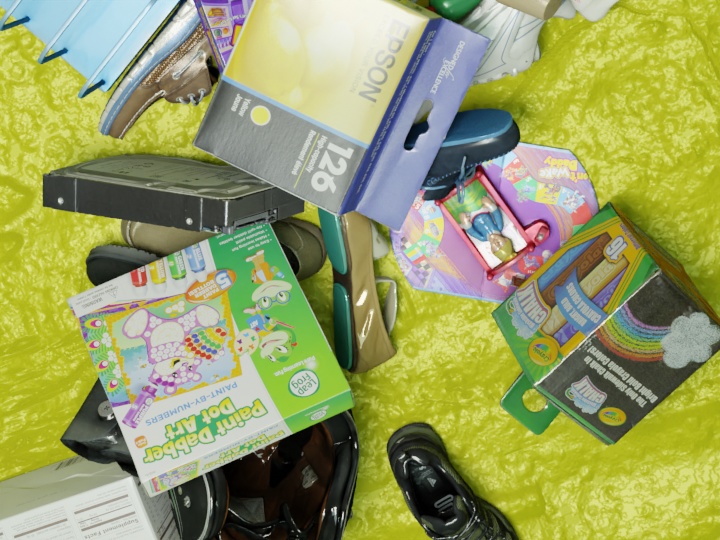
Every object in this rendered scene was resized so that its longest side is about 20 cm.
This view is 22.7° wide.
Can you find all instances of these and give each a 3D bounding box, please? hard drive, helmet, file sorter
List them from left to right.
[{"bbox_3d":[-0.278,-0.272,1.631,0.200,0.123,0.139,40,103,-4],"label":"file sorter"},{"bbox_3d":[-0.168,-0.072,1.627,0.200,0.140,0.038,10,106,27],"label":"hard drive"},{"bbox_3d":[-0.092,0.172,1.683,0.200,0.200,0.191,0,73,6],"label":"helmet"}]

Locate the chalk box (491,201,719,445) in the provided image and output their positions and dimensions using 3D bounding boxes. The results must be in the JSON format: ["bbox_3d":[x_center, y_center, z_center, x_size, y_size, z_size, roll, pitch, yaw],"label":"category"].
[{"bbox_3d":[0.213,0.064,1.646,0.200,0.124,0.125,-43,124,13],"label":"chalk box"}]

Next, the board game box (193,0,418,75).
[{"bbox_3d":[-0.049,-0.259,1.618,0.200,0.045,0.135,-23,101,-10],"label":"board game box"}]

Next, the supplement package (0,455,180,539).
[{"bbox_3d":[-0.276,0.253,1.739,0.200,0.156,0.111,-19,100,9],"label":"supplement package"}]

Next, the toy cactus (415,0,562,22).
[{"bbox_3d":[0.103,-0.277,1.565,0.165,0.102,0.200,35,82,21],"label":"toy cactus"}]

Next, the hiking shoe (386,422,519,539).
[{"bbox_3d":[0.089,0.245,1.731,0.076,0.101,0.200,-37,98,13],"label":"hiking shoe"}]

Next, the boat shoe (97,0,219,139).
[{"bbox_3d":[-0.166,-0.190,1.666,0.072,0.072,0.200,37,108,-11],"label":"boat shoe"}]

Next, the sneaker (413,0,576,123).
[{"bbox_3d":[0.114,-0.202,1.638,0.087,0.075,0.200,43,105,-11],"label":"sneaker"}]

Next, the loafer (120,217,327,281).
[{"bbox_3d":[-0.132,-0.031,1.702,0.200,0.067,0.076,7,103,3],"label":"loafer"}]

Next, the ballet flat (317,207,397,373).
[{"bbox_3d":[0.000,0.000,1.699,0.063,0.069,0.200,-14,115,-18],"label":"ballet flat"}]

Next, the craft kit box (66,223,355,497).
[{"bbox_3d":[-0.135,0.073,1.596,0.200,0.049,0.198,-24,66,-7],"label":"craft kit box"}]

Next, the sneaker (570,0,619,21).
[{"bbox_3d":[0.259,-0.299,1.605,0.200,0.078,0.099,-34,141,-4],"label":"sneaker"}]

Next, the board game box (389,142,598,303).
[{"bbox_3d":[0.125,-0.043,1.688,0.200,0.039,0.158,9,104,3],"label":"board game box"}]

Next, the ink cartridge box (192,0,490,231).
[{"bbox_3d":[-0.019,-0.154,1.557,0.200,0.047,0.198,26,110,1],"label":"ink cartridge box"}]

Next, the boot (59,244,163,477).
[{"bbox_3d":[-0.224,0.082,1.669,0.165,0.066,0.200,10,67,30],"label":"boot"}]

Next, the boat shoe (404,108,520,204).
[{"bbox_3d":[0.068,-0.099,1.649,0.200,0.084,0.069,-8,115,43],"label":"boat shoe"}]
